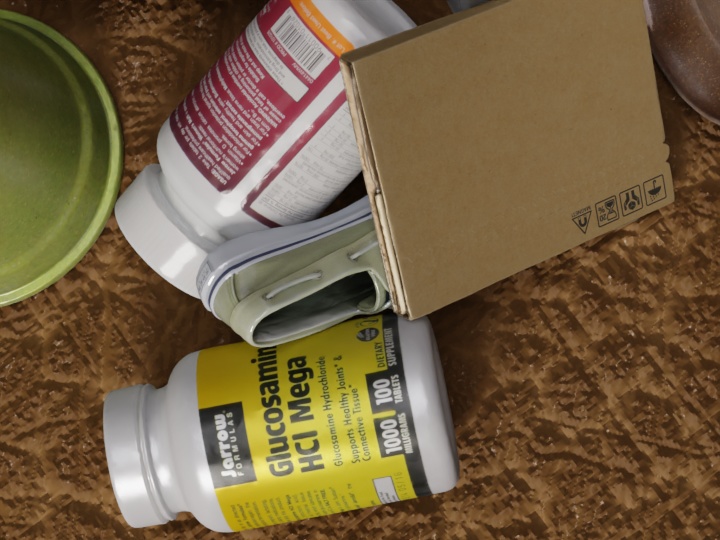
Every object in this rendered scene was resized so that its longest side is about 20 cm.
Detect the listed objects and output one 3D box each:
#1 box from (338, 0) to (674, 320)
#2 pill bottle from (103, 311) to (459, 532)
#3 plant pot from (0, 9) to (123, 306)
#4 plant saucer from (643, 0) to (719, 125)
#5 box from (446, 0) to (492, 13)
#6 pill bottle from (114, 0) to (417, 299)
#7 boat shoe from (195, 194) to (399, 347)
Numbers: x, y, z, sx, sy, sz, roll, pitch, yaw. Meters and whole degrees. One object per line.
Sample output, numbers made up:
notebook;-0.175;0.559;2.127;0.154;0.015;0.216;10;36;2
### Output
box;0.091;-0.081;1.085;0.200;0.021;0.164;-23;115;-23
pill bottle;-0.047;0.095;1.113;0.200;0.112;0.112;-12;83;4
plant pot;-0.261;-0.082;1.117;0.200;0.184;0.200;0;84;5
plant saucer;0.219;-0.184;1.085;0.037;0.200;0.200;-15;82;-19
box;0.065;-0.257;1.118;0.106;0.152;0.200;-28;83;3
pill bottle;-0.052;-0.082;1.115;0.110;0.110;0.200;46;108;8
boat shoe;0.000;0.000;1.107;0.200;0.072;0.062;-19;53;-25
